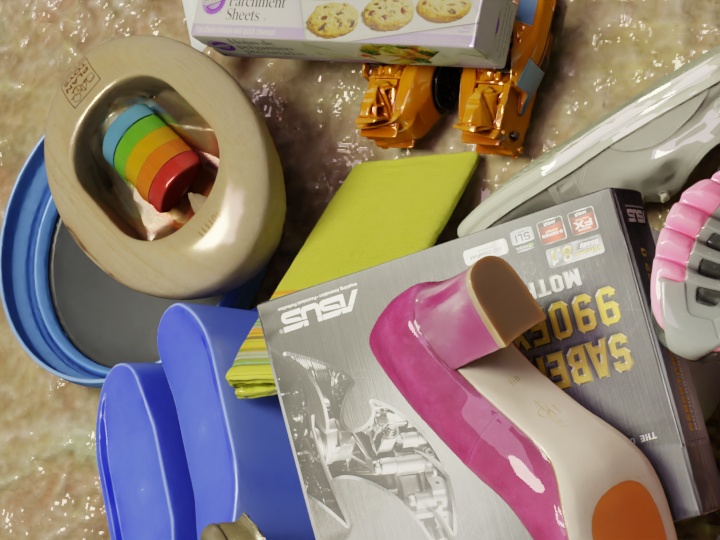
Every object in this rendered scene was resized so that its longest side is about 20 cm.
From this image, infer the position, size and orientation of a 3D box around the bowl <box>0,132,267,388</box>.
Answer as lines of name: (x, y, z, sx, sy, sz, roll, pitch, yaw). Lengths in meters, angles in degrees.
bowl: (-0.138, -0.023, 1.404, 0.199, 0.039, 0.202, -11, 69, 30)

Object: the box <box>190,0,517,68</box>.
box: (-0.006, -0.143, 1.287, 0.199, 0.039, 0.042, 7, 79, 34)

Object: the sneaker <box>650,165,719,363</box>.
sneaker: (0.192, -0.024, 1.083, 0.079, 0.096, 0.201, 28, 58, 10)

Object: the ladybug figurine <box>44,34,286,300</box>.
ladybug figurine: (-0.111, -0.059, 1.330, 0.136, 0.072, 0.200, -47, 55, 9)

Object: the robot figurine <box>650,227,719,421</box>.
robot figurine: (0.094, 0.056, 1.172, 0.199, 0.125, 0.151, -29, 84, 22)

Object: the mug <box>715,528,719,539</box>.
mug: (0.244, 0.098, 1.085, 0.133, 0.178, 0.201, 24, 92, -1)

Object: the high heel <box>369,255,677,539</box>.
high heel: (0.074, 0.095, 1.040, 0.201, 0.067, 0.096, 58, 142, 0)

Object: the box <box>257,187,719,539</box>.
box: (0.061, 0.064, 1.095, 0.199, 0.048, 0.160, -17, 82, 24)

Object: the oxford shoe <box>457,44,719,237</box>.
oxford shoe: (0.139, -0.056, 1.223, 0.199, 0.075, 0.058, -30, 96, 23)

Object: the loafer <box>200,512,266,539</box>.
loafer: (-0.004, 0.191, 1.176, 0.067, 0.200, 0.076, -46, 18, -9)

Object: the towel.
towel: (0.000, 0.000, 1.255, 0.085, 0.018, 0.200, -3, 37, 28)

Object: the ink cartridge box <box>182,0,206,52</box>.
ink cartridge box: (-0.043, -0.242, 1.402, 0.200, 0.047, 0.161, -48, 37, 31)

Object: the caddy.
caddy: (-0.070, 0.113, 1.276, 0.141, 0.104, 0.201, -44, 48, 39)

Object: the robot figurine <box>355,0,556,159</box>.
robot figurine: (0.066, -0.168, 1.309, 0.144, 0.058, 0.202, 5, 77, 33)
